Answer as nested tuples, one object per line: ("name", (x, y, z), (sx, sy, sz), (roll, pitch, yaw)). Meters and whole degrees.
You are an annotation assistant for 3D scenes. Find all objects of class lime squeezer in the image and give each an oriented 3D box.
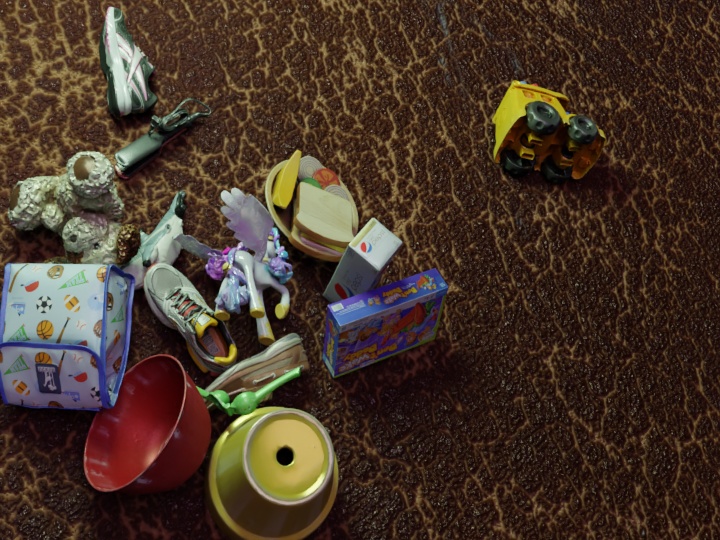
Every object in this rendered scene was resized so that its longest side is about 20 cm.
("lime squeezer", (-0.186, 0.174, 1.213), (0.195, 0.038, 0.072), (-5, 63, 15))

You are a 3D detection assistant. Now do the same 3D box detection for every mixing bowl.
("mixing bowl", (-0.284, 0.234, 1.189), (0.108, 0.197, 0.204), (42, 54, -39))

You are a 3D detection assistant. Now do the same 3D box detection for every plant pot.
("plant pot", (-0.118, 0.283, 1.196), (0.196, 0.189, 0.205), (6, 65, -12))

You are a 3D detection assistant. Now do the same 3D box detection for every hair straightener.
("hair straightener", (-0.332, -0.232, 1.422), (0.199, 0.077, 0.041), (-38, 79, -27))

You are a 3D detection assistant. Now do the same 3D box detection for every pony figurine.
("pony figurine", (-0.184, -0.009, 1.324), (0.192, 0.165, 0.203), (34, 40, -41))

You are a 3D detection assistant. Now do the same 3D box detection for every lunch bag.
("lunch bag", (-0.425, 0.096, 1.207), (0.166, 0.124, 0.205), (2, 80, 7))

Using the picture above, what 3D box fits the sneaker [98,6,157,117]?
("sneaker", (-0.404, -0.359, 1.469), (0.085, 0.080, 0.205), (-4, 75, -30))

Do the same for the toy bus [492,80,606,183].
("toy bus", (0.355, -0.287, 1.630), (0.196, 0.137, 0.195), (11, 48, -14))

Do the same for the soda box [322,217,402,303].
("soda box", (0.000, 0.000, 1.346), (0.063, 0.201, 0.068), (39, 62, 4))

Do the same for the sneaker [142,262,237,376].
("sneaker", (-0.254, 0.069, 1.289), (0.078, 0.082, 0.201), (-43, 98, -28))

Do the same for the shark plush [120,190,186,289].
("shark plush", (-0.334, -0.055, 1.353), (0.082, 0.091, 0.204), (6, 67, 22))

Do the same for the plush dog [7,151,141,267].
("plush dog", (-0.422, -0.071, 1.304), (0.196, 0.160, 0.176), (-18, 83, 19))

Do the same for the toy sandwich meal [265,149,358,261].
("toy sandwich meal", (-0.073, -0.114, 1.422), (0.202, 0.070, 0.209), (18, 54, -26))

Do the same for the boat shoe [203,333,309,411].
("boat shoe", (-0.163, 0.173, 1.297), (0.198, 0.076, 0.073), (-30, 83, -21))

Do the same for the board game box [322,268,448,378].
("board game box", (0.038, 0.085, 1.355), (0.197, 0.136, 0.045), (-19, 52, -22))
